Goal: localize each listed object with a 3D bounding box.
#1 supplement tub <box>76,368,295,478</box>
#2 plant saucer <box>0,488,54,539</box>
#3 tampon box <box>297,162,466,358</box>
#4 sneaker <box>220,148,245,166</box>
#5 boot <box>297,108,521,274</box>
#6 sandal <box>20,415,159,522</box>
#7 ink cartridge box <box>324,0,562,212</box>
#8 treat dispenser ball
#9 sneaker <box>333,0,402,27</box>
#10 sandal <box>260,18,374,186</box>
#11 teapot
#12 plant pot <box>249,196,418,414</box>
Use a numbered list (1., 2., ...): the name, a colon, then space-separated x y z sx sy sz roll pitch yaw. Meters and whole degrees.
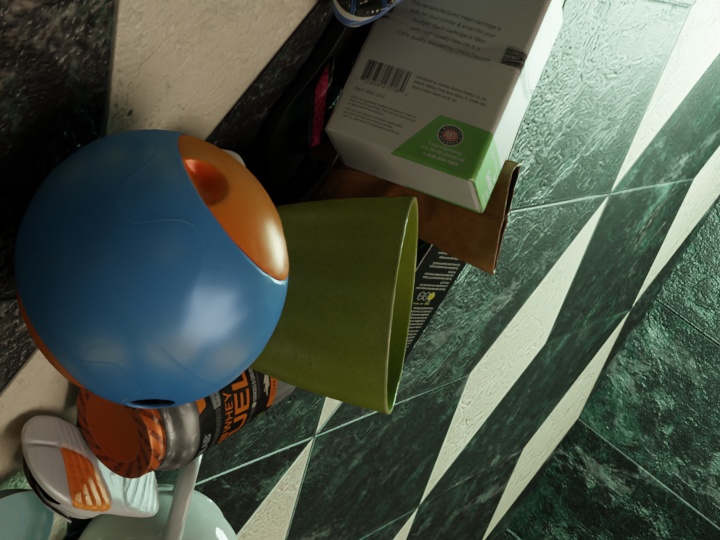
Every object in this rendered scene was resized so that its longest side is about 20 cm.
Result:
1. supplement tub: -0.156 0.103 1.330 0.199 0.122 0.123 -31 151 -45
2. plant saucer: -0.359 0.271 1.300 0.200 0.027 0.201 -45 159 -23
3. tampon box: 0.000 0.000 1.463 0.201 0.149 0.126 -57 158 12
4. sneaker: -0.161 -0.017 1.199 0.200 0.073 0.085 -45 -178 7
5. boot: 0.037 -0.038 1.359 0.068 0.198 0.190 2 107 -76
6. sandal: -0.256 0.194 1.316 0.059 0.080 0.207 -21 152 17
7. ink cartridge box: 0.078 -0.175 1.286 0.202 0.144 0.084 -65 162 -13
8. treat dispenser ball: -0.151 -0.001 1.056 0.201 0.200 0.202 -44 158 -23
9. sneaker: 0.039 -0.286 1.221 0.200 0.076 0.077 -48 -178 -14
10. sandal: -0.028 -0.158 1.295 0.201 0.045 0.075 -59 161 14
11. teapot: -0.203 0.288 1.501 0.198 0.198 0.147 53 30 -35
12. plant pot: -0.060 0.018 1.258 0.187 0.198 0.189 7 90 -83
